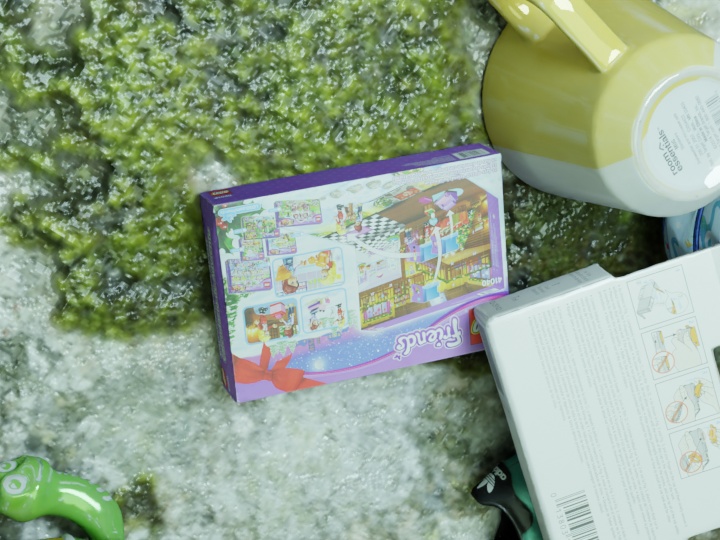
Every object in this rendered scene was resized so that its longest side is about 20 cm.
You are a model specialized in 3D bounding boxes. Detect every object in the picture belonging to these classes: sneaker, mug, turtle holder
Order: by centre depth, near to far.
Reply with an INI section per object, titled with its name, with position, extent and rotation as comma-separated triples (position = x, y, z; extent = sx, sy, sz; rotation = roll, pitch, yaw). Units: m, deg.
[turtle holder]
position = -0.196, 0.223, 1.003
extent = 0.131, 0.141, 0.186
rotation = 5, 106, -20
[mug]
position = 0.160, -0.106, 1.026
extent = 0.186, 0.153, 0.150
rotation = 9, 104, -22
[sneaker]
position = 0.136, 0.223, 1.168
extent = 0.080, 0.071, 0.200
rotation = -23, 106, -9

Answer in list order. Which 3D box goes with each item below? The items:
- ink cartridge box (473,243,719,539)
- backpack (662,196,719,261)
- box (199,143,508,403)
[ink cartridge box]
position = 0.189, 0.092, 1.087
extent = 0.176, 0.045, 0.200
rotation = -19, 105, -3
[backpack]
position = 0.310, -0.040, 1.120
extent = 0.200, 0.154, 0.163
rotation = -28, 119, -30
[box]
position = 0.000, 0.000, 1.062
extent = 0.200, 0.039, 0.137
rotation = -11, 109, -17
